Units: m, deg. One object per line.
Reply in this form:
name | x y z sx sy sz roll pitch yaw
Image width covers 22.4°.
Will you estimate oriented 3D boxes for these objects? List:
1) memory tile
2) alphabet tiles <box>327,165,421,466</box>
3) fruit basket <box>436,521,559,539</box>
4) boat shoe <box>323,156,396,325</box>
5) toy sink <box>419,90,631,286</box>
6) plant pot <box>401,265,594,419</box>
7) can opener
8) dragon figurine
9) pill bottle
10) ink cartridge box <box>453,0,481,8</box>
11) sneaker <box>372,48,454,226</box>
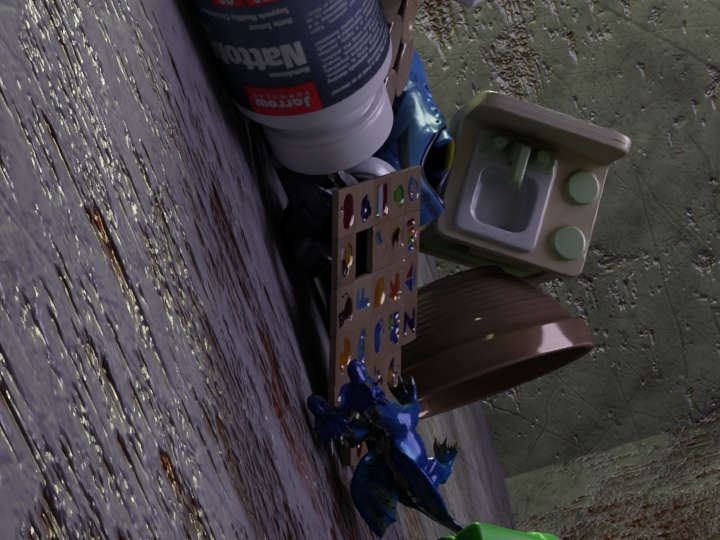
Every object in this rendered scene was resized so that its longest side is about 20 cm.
memory tile | 0.019 -0.188 1.353 0.153 0.017 0.200 -64 164 -46
alphabet tiles | 0.011 0.032 1.303 0.167 0.008 0.201 -23 117 -67
fruit basket | 0.094 0.291 1.216 0.216 0.155 0.216 51 21 -29
boat shoe | 0.000 0.000 1.390 0.200 0.070 0.066 97 -2 -49
toy sink | 0.124 -0.059 1.506 0.200 0.130 0.112 151 -45 -76
plant pot | 0.086 0.056 1.508 0.201 0.200 0.093 48 23 -79
can opener | -0.049 -0.090 1.323 0.063 0.079 0.200 28 32 -45
dragon figurine | 0.027 0.138 1.217 0.200 0.059 0.099 62 21 -19
pill bottle | -0.044 -0.165 1.211 0.120 0.119 0.200 -102 173 -46
ink cartridge box | 0.089 -0.272 1.261 0.145 0.084 0.200 -65 174 18
sneaker | 0.047 -0.110 1.464 0.066 0.078 0.200 55 30 -41
